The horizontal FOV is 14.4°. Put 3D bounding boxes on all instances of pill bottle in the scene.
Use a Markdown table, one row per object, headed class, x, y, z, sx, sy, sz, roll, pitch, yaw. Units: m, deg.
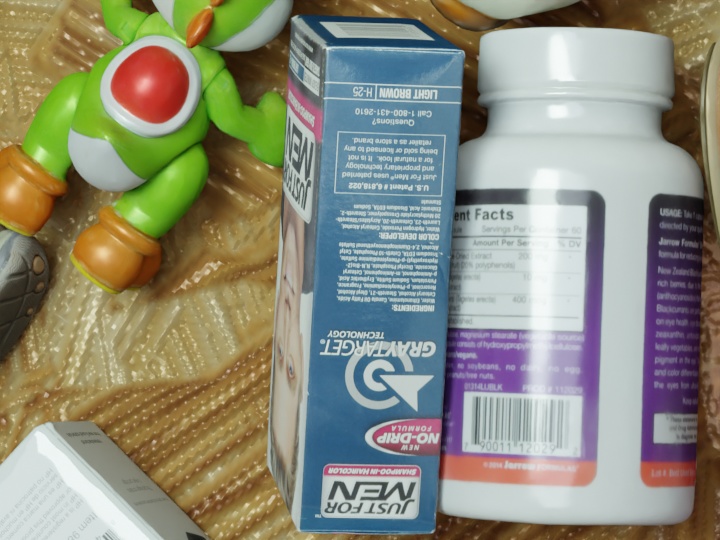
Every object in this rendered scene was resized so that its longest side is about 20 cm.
| class | x | y | z | sx | sy | sz | roll | pitch | yaw |
| --- | --- | --- | --- | --- | --- | --- | --- | --- | --- |
| pill bottle | 0.087 | 0.003 | 1.189 | 0.111 | 0.111 | 0.201 | 2 | 88 | 10 |

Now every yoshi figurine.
| class | x | y | z | sx | sy | sz | roll | pitch | yaw |
| --- | --- | --- | --- | --- | --- | --- | --- | --- | --- |
| yoshi figurine | -0.078 | -0.097 | 1.246 | 0.200 | 0.112 | 0.112 | -56 | 46 | 16 |

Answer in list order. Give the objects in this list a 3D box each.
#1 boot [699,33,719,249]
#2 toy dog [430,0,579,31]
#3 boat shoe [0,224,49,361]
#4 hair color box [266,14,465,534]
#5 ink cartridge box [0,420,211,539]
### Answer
| class | x | y | z | sx | sy | sz | roll | pitch | yaw |
| --- | --- | --- | --- | --- | --- | --- | --- | --- | --- |
| boot | 0.221 | -0.092 | 1.196 | 0.155 | 0.077 | 0.201 | 4 | 81 | 6 |
| toy dog | 0.047 | -0.201 | 1.164 | 0.139 | 0.194 | 0.201 | -33 | 85 | 44 |
| boat shoe | -0.219 | 0.056 | 1.266 | 0.072 | 0.076 | 0.200 | 34 | 85 | 13 |
| hair color box | 0.000 | 0.000 | 1.185 | 0.060 | 0.100 | 0.201 | 1 | 102 | -9 |
| ink cartridge box | -0.105 | 0.184 | 1.231 | 0.200 | 0.084 | 0.145 | 44 | 95 | 9 |
